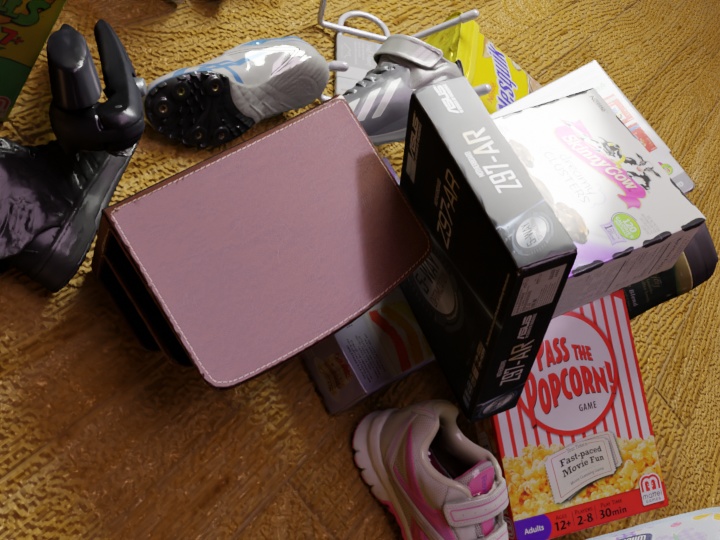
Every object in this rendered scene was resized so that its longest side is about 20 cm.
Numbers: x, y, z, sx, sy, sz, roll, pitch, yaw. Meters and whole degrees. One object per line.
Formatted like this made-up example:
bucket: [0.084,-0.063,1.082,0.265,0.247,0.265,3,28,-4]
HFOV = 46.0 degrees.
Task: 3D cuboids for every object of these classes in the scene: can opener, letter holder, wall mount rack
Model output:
can opener: [-0.182,-0.137,0.590,0.062,0.080,0.201,-1,29,-16]
letter holder: [-0.065,-0.007,0.602,0.198,0.101,0.143,-32,85,-29]
wall mount rack: [0.039,-0.221,0.886,0.170,0.075,0.203,8,55,-13]

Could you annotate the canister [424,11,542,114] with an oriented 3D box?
canister: [0.159,-0.185,0.989,0.198,0.086,0.150,33,45,-23]

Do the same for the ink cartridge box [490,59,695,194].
ink cartridge box: [0.201,-0.087,0.859,0.197,0.084,0.177,-27,66,-10]

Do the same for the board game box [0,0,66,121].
board game box: [-0.243,-0.174,0.523,0.100,0.199,0.048,-1,62,-42]

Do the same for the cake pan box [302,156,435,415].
cake pan box: [0.000,0.000,0.741,0.183,0.052,0.202,-17,74,-49]

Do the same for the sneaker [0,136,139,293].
sneaker: [-0.222,-0.064,0.573,0.103,0.060,0.203,33,48,-27]

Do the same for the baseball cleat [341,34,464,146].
baseball cleat: [0.006,-0.161,0.795,0.196,0.070,0.109,-10,88,-18]

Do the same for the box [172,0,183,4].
box: [-0.180,-0.396,0.738,0.197,0.199,0.174,27,44,-26]

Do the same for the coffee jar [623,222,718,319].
coffee jar: [0.245,0.008,0.840,0.086,0.197,0.104,63,-2,-12]

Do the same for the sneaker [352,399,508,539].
sneaker: [0.074,0.188,0.647,0.081,0.088,0.202,-24,80,-48]

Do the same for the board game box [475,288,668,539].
board game box: [0.172,0.117,0.735,0.149,0.046,0.204,-9,84,-17]

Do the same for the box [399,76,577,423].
box: [0.077,-0.008,0.613,0.043,0.202,0.162,-16,57,-15]

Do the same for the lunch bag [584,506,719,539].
lunch bag: [0.229,0.259,0.641,0.199,0.168,0.129,34,41,-46]

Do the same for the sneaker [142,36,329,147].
sneaker: [-0.113,-0.162,0.747,0.072,0.073,0.198,31,39,30]

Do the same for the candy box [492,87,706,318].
candy box: [0.163,-0.056,0.731,0.197,0.072,0.169,-20,60,-23]
